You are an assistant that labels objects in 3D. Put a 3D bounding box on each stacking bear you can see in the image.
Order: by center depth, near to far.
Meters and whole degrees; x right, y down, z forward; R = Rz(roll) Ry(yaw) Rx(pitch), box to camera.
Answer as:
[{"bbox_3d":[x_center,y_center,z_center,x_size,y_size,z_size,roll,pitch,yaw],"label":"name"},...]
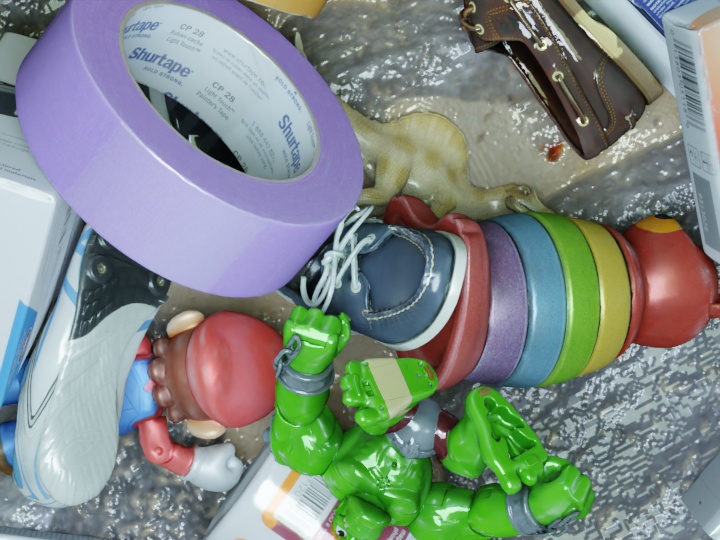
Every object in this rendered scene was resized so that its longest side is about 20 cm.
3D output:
[{"bbox_3d":[0.126,0.012,1.644,0.199,0.121,0.115,-3,102,-24],"label":"stacking bear"}]

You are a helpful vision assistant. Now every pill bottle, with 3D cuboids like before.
[{"bbox_3d":[0.011,0.184,1.672,0.200,0.114,0.114,37,94,-3],"label":"pill bottle"}]

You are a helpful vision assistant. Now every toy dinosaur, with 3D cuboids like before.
[{"bbox_3d":[0.020,-0.058,1.692,0.199,0.058,0.102,31,79,-10],"label":"toy dinosaur"}]

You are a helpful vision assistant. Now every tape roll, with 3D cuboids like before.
[{"bbox_3d":[-0.096,-0.081,1.545,0.200,0.200,0.066,41,120,-3],"label":"tape roll"}]

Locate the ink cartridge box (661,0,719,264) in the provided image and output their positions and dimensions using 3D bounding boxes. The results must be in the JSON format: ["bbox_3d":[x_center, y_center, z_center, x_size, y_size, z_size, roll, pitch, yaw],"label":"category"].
[{"bbox_3d":[0.287,-0.108,1.631,0.199,0.050,0.163,-21,116,-15],"label":"ink cartridge box"}]

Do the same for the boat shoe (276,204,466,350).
[{"bbox_3d":[0.000,0.000,1.591,0.062,0.200,0.075,23,85,-22],"label":"boat shoe"}]

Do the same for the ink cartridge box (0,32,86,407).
[{"bbox_3d":[-0.210,-0.033,1.594,0.084,0.200,0.145,18,116,-1],"label":"ink cartridge box"}]

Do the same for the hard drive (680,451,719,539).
[{"bbox_3d":[0.277,0.081,1.656,0.026,0.132,0.200,40,93,-3],"label":"hard drive"}]

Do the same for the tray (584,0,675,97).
[{"bbox_3d":[0.178,-0.207,1.688,0.107,0.022,0.200,-43,94,2],"label":"tray"}]

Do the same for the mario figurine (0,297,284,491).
[{"bbox_3d":[-0.135,0.074,1.695,0.199,0.106,0.124,-9,131,11],"label":"mario figurine"}]

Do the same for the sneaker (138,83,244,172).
[{"bbox_3d":[-0.105,-0.096,1.683,0.082,0.072,0.201,-11,97,-20],"label":"sneaker"}]

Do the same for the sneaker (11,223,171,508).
[{"bbox_3d":[-0.165,0.042,1.615,0.072,0.072,0.201,25,75,-38],"label":"sneaker"}]

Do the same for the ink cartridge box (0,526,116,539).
[{"bbox_3d":[-0.180,0.268,1.714,0.199,0.043,0.198,8,94,-5],"label":"ink cartridge box"}]

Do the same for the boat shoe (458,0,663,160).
[{"bbox_3d":[0.098,-0.157,1.666,0.070,0.070,0.200,-43,94,-1],"label":"boat shoe"}]

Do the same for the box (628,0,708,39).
[{"bbox_3d":[0.230,-0.178,1.625,0.121,0.032,0.200,-47,135,5],"label":"box"}]

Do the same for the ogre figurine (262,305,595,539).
[{"bbox_3d":[0.027,0.106,1.578,0.199,0.120,0.099,15,53,-20],"label":"ogre figurine"}]

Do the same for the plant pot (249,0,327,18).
[{"bbox_3d":[-0.053,-0.256,1.597,0.199,0.200,0.184,21,99,-2],"label":"plant pot"}]
